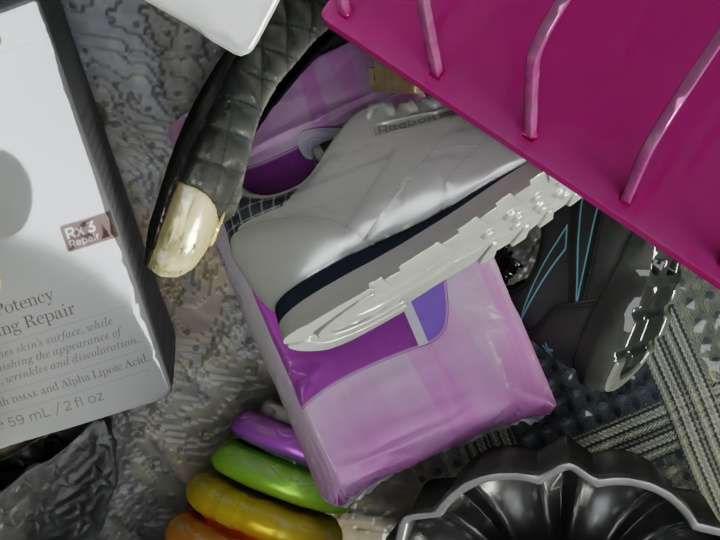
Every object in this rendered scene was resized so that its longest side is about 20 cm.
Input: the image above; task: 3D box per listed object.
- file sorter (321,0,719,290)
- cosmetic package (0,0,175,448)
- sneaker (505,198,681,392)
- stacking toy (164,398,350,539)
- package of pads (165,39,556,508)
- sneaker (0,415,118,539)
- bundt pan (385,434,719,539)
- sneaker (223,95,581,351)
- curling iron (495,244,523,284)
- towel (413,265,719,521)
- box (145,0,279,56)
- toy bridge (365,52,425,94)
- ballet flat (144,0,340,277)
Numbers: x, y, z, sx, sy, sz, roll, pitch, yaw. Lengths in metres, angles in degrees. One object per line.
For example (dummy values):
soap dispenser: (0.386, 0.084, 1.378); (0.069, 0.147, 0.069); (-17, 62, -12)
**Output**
file sorter: (0.097, -0.113, 0.581); (0.199, 0.125, 0.140); (34, 87, 10)
cosmetic package: (-0.164, -0.027, 0.757); (0.101, 0.074, 0.202); (-18, 111, 1)
sneaker: (0.129, -0.044, 0.744); (0.079, 0.075, 0.202); (32, 107, 27)
stacking toy: (-0.042, 0.108, 0.809); (0.109, 0.116, 0.202); (19, 87, 26)
package of pads: (0.000, 0.000, 0.748); (0.120, 0.076, 0.202); (-23, 88, -3)
sneaker: (-0.209, 0.149, 0.821); (0.198, 0.060, 0.105); (-21, 111, -4)
bundt pan: (0.092, 0.167, 0.739); (0.199, 0.076, 0.204); (2, 109, 5)
sneaker: (0.036, -0.045, 0.682); (0.199, 0.077, 0.081); (-28, 71, -8)
curling iron: (0.065, -0.079, 0.790); (0.049, 0.026, 0.202); (-1, 105, -28)
towel: (0.124, 0.104, 0.806); (0.191, 0.035, 0.202); (-23, 84, 13)
box: (-0.103, -0.206, 0.634); (0.198, 0.200, 0.131); (26, 105, -14)
toy bridge: (0.083, -0.109, 0.734); (0.198, 0.067, 0.028); (-14, 104, -34)
ballet flat: (-0.033, -0.077, 0.666); (0.057, 0.066, 0.201); (32, 62, -8)
